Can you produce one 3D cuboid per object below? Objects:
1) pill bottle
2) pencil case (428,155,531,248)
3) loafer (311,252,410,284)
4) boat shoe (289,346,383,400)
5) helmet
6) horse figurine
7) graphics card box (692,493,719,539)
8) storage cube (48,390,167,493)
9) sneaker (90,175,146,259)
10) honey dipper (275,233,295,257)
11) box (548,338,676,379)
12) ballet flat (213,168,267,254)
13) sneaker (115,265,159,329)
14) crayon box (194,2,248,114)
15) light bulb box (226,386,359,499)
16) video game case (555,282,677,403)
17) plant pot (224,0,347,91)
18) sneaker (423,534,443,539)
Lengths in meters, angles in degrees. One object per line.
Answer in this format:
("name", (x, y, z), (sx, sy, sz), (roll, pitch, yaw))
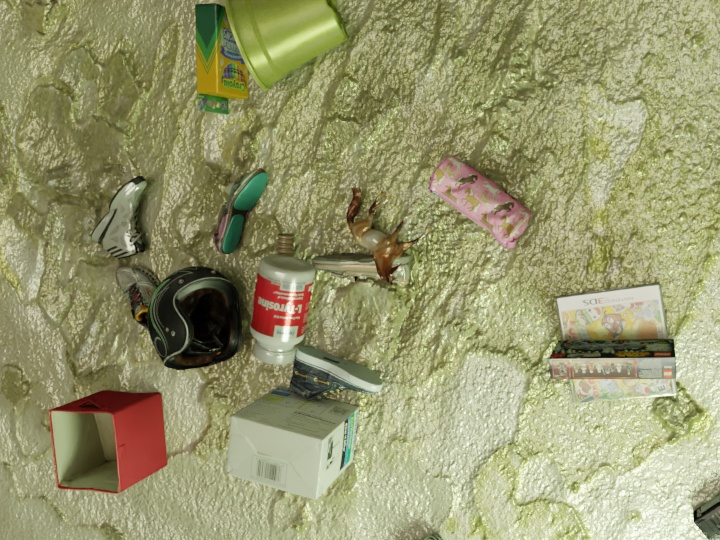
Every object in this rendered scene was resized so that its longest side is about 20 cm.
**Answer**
("pill bottle", (-0.159, 0.079, 1.569), (0.112, 0.112, 0.201), (16, 107, 18))
("pencil case", (0.218, -0.125, 1.443), (0.200, 0.083, 0.087), (36, 107, 12))
("loafer", (0.000, 0.000, 1.550), (0.199, 0.072, 0.063), (-1, 103, 18))
("boat shoe", (-0.051, 0.228, 1.598), (0.200, 0.071, 0.091), (20, 104, 24))
("helmet", (-0.344, 0.092, 1.625), (0.200, 0.200, 0.191), (-20, 69, 21))
("horse figurine", (0.037, -0.074, 1.506), (0.200, 0.050, 0.133), (41, 92, 28))
("graphics card box", (0.690, 0.417, 1.349), (0.200, 0.051, 0.126), (-44, 81, 18))
("storage cube", (-0.550, 0.369, 1.740), (0.170, 0.180, 0.201), (-2, 95, 21))
("sneaker", (-0.497, -0.106, 1.729), (0.115, 0.076, 0.201), (42, 117, 2))
("honey dipper", (-0.158, 0.025, 1.630), (0.038, 0.038, 0.201), (7, 102, 20))
("box", (0.430, 0.150, 1.344), (0.199, 0.137, 0.040), (-3, 97, 20))
("ballet flat", (-0.261, -0.132, 1.637), (0.071, 0.069, 0.200), (36, 109, 33))
("sneaker", (-0.468, 0.067, 1.724), (0.200, 0.082, 0.078), (47, 109, 10))
("crayon box", (-0.274, -0.415, 1.569), (0.051, 0.126, 0.201), (3, 98, 20))
("light bulb box", (-0.130, 0.335, 1.567), (0.198, 0.200, 0.125), (11, 102, 19))
("video game case", (0.458, 0.133, 1.416), (0.181, 0.023, 0.201), (-9, 93, 22))
("plant pot", (-0.130, -0.466, 1.490), (0.184, 0.200, 0.201), (-18, 90, 9))
("sneaker", (0.139, 0.638, 1.578), (0.115, 0.076, 0.201), (-24, 77, 26))
